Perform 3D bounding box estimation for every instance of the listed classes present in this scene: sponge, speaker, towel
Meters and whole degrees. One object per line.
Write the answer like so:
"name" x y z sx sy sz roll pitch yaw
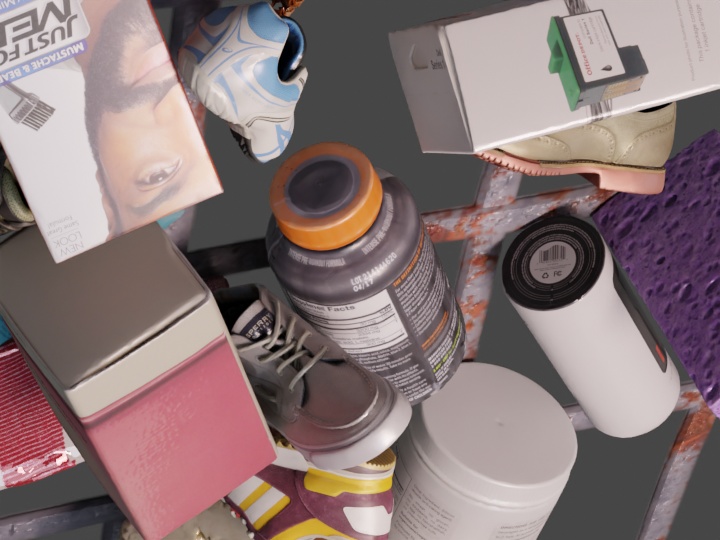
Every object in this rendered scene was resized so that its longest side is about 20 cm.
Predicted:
"sponge" 0.250 0.001 1.736 0.111 0.200 0.030 -35 139 9
"speaker" 0.171 0.045 1.836 0.081 0.081 0.200 -30 141 4
"towel" -0.181 0.081 1.721 0.199 0.023 0.144 -17 140 -12

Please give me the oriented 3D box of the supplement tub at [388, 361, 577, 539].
"supplement tub" 0.072 0.182 1.894 0.131 0.132 0.200 -1 135 -29

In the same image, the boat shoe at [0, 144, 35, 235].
"boat shoe" -0.214 -0.058 1.507 0.201 0.066 0.072 -36 139 9

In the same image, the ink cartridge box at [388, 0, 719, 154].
"ink cartridge box" 0.133 -0.134 1.545 0.199 0.146 0.085 -16 96 -10

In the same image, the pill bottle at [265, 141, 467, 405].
"pill bottle" 0.000 0.000 1.666 0.106 0.106 0.200 -26 142 -1

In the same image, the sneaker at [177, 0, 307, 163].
"sneaker" -0.058 -0.113 1.482 0.072 0.072 0.200 -34 173 1

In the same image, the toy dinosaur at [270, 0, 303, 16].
"toy dinosaur" -0.018 -0.212 1.434 0.135 0.102 0.201 -15 126 -38

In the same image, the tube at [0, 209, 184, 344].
"tube" -0.208 0.001 1.599 0.200 0.050 0.077 -35 150 1

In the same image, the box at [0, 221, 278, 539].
"box" -0.145 0.058 1.576 0.109 0.128 0.200 -34 146 -10

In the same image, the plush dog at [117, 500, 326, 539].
"plush dog" -0.100 0.202 1.833 0.200 0.160 0.172 -49 157 11

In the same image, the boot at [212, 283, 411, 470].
"boot" -0.047 0.064 1.612 0.074 0.200 0.096 -46 115 -15

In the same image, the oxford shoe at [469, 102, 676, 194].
"oxford shoe" 0.126 -0.102 1.672 0.199 0.071 0.074 7 106 -35

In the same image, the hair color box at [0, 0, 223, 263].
"hair color box" -0.165 -0.118 1.418 0.111 0.064 0.201 -24 121 -5

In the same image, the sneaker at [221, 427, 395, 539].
"sneaker" -0.072 0.149 1.693 0.075 0.199 0.091 -9 108 -59
